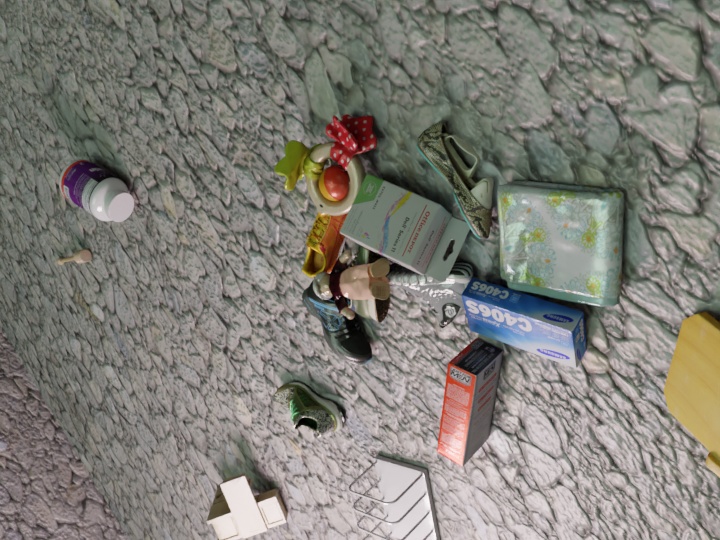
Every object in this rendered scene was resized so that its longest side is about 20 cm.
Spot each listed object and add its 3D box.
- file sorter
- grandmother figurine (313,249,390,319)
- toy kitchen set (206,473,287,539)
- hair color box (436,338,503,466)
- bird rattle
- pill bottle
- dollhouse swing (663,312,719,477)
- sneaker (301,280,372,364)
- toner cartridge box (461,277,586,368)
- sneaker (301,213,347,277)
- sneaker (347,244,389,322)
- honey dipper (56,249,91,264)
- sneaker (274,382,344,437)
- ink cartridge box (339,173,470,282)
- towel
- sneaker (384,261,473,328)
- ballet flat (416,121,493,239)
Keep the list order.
[{"bbox_3d":[0.069,0.526,1.565,0.137,0.124,0.205,5,114,41],"label":"file sorter"},{"bbox_3d":[-0.023,0.027,1.358,0.198,0.060,0.125,-3,80,53],"label":"grandmother figurine"},{"bbox_3d":[-0.309,0.588,1.980,0.196,0.181,0.166,-19,104,5],"label":"toy kitchen set"},{"bbox_3d":[0.195,0.236,1.322,0.060,0.101,0.204,23,124,31],"label":"hair color box"},{"bbox_3d":[-0.044,-0.185,1.331,0.196,0.112,0.166,-16,98,29],"label":"bird rattle"},{"bbox_3d":[-0.666,-0.199,1.878,0.198,0.112,0.115,28,128,28],"label":"pill bottle"},{"bbox_3d":[0.548,0.167,1.013,0.177,0.177,0.204,0,118,-4],"label":"dollhouse swing"},{"bbox_3d":[-0.042,0.100,1.488,0.201,0.073,0.082,50,134,10],"label":"sneaker"},{"bbox_3d":[0.264,0.083,1.200,0.197,0.043,0.096,18,146,35],"label":"toner cartridge box"},{"bbox_3d":[-0.063,-0.074,1.413,0.072,0.076,0.204,27,118,30],"label":"sneaker"},{"bbox_3d":[0.000,0.000,1.402,0.088,0.067,0.205,13,122,31],"label":"sneaker"},{"bbox_3d":[-0.854,-0.034,2.187,0.197,0.038,0.039,-8,106,46],"label":"honey dipper"},{"bbox_3d":[-0.132,0.317,1.668,0.197,0.088,0.079,17,122,36],"label":"sneaker"},{"bbox_3d":[0.076,-0.072,1.261,0.197,0.067,0.119,26,89,30],"label":"ink cartridge box"},{"bbox_3d":[0.300,-0.043,1.123,0.197,0.048,0.175,11,118,38],"label":"towel"},{"bbox_3d":[0.117,0.048,1.319,0.197,0.075,0.118,1,114,41],"label":"sneaker"},{"bbox_3d":[0.167,-0.150,1.184,0.075,0.067,0.202,-36,83,30],"label":"ballet flat"}]
